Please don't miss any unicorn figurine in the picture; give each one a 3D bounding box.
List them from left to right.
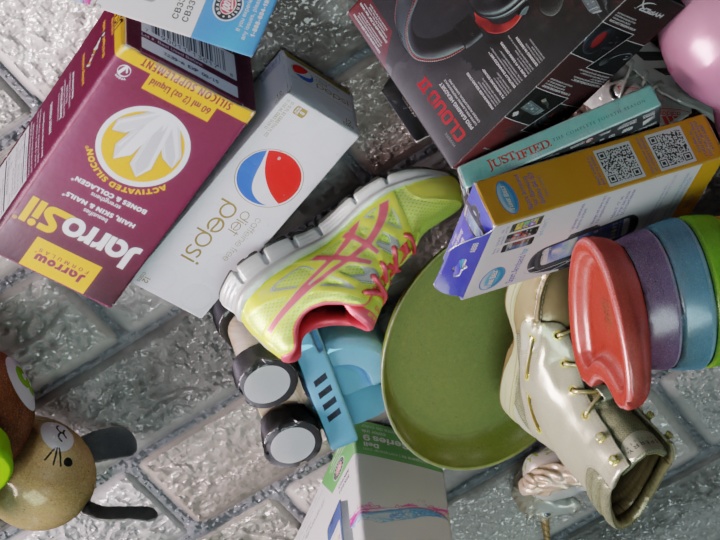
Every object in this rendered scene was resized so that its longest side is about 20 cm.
[{"bbox_3d":[0.174,0.163,1.742,0.137,0.074,0.200,-26,159,14],"label":"unicorn figurine"}]

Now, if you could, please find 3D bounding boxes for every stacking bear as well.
[{"bbox_3d":[0.254,0.015,1.473,0.199,0.121,0.114,-10,102,-11],"label":"stacking bear"}]

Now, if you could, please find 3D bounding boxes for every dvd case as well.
[{"bbox_3d":[0.143,-0.056,1.514,0.145,0.022,0.200,-23,159,-1],"label":"dvd case"}]

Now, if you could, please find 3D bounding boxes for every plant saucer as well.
[{"bbox_3d":[0.093,0.056,1.654,0.199,0.031,0.201,-12,114,-29],"label":"plant saucer"}]

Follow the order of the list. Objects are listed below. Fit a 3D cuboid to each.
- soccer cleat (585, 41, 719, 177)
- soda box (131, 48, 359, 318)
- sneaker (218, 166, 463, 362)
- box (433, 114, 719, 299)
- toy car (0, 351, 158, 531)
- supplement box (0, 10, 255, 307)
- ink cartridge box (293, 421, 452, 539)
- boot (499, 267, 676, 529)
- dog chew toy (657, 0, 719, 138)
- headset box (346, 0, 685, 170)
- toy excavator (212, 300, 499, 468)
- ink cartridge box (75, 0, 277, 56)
[{"bbox_3d":[0.195,-0.132,1.538,0.199,0.085,0.069,29,117,-25],"label":"soccer cleat"},{"bbox_3d":[-0.088,-0.062,1.572,0.068,0.064,0.200,29,119,-25],"label":"soda box"},{"bbox_3d":[0.000,0.000,1.582,0.199,0.090,0.078,-33,158,-5],"label":"sneaker"},{"bbox_3d":[0.141,-0.040,1.470,0.199,0.042,0.119,-15,158,-16],"label":"box"},{"bbox_3d":[-0.251,0.141,1.650,0.199,0.165,0.158,15,124,-28],"label":"toy car"},{"bbox_3d":[-0.174,-0.086,1.530,0.110,0.086,0.200,26,119,-23],"label":"supplement box"},{"bbox_3d":[0.011,0.242,1.718,0.087,0.200,0.146,14,124,-16],"label":"ink cartridge box"},{"bbox_3d":[0.170,0.078,1.567,0.072,0.155,0.201,-19,137,-23],"label":"boot"},{"bbox_3d":[0.288,-0.126,1.463,0.124,0.125,0.201,-29,101,14],"label":"dog chew toy"},{"bbox_3d":[0.096,-0.170,1.454,0.200,0.149,0.075,-43,154,23],"label":"headset box"},{"bbox_3d":[0.007,0.080,1.675,0.199,0.100,0.195,-22,127,-1],"label":"toy excavator"},{"bbox_3d":[-0.139,-0.258,1.371,0.199,0.146,0.147,16,122,-16],"label":"ink cartridge box"}]
